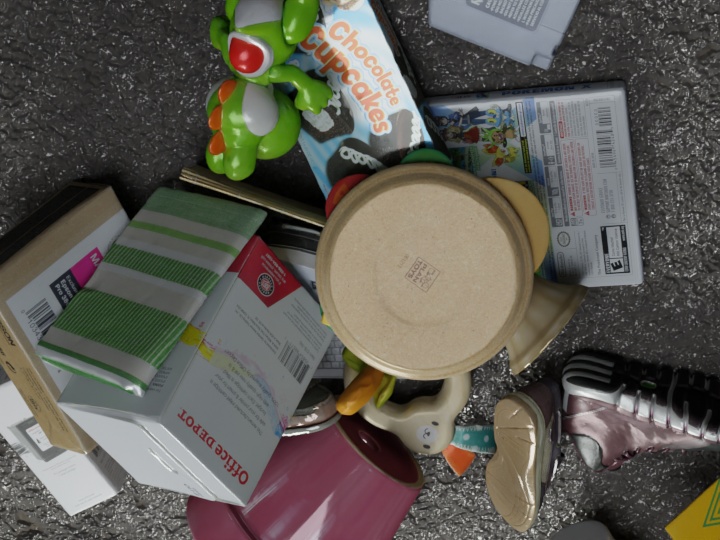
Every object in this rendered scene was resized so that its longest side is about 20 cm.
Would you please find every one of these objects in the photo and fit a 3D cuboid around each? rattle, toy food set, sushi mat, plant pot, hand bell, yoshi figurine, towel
[{"bbox_3d":[0.063,0.148,1.666,0.129,0.143,0.201,-27,112,1],"label":"rattle"},{"bbox_3d":[0.054,-0.004,1.527,0.196,0.049,0.201,19,104,-1],"label":"toy food set"},{"bbox_3d":[-0.065,-0.059,1.596,0.198,0.096,0.012,19,96,-1],"label":"sushi mat"},{"bbox_3d":[-0.042,0.230,1.717,0.200,0.200,0.179,39,105,-14],"label":"plant pot"},{"bbox_3d":[0.099,-0.011,1.585,0.200,0.104,0.104,42,120,-1],"label":"hand bell"},{"bbox_3d":[-0.078,-0.176,1.491,0.111,0.112,0.202,11,105,-24],"label":"yoshi figurine"},{"bbox_3d":[-0.187,0.015,1.561,0.152,0.201,0.023,14,151,42],"label":"towel"}]

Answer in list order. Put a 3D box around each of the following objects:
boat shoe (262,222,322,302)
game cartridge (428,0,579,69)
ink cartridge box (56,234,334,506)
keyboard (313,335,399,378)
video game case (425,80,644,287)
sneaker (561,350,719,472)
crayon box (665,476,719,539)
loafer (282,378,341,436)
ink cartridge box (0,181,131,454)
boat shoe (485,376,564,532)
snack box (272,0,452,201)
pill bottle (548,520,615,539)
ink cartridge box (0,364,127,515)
[{"bbox_3d":[0.000,0.000,1.630,0.198,0.068,0.072,13,143,12],"label":"boat shoe"},{"bbox_3d":[0.135,-0.278,1.459,0.132,0.042,0.201,24,122,1],"label":"game cartridge"},{"bbox_3d":[-0.147,0.087,1.593,0.144,0.201,0.146,4,145,40],"label":"ink cartridge box"},{"bbox_3d":[0.005,0.083,1.715,0.198,0.011,0.057,0,121,11],"label":"keyboard"},{"bbox_3d":[0.159,-0.071,1.587,0.181,0.022,0.201,-4,121,13],"label":"video game case"},{"bbox_3d":[0.283,0.155,1.679,0.198,0.076,0.116,19,128,11],"label":"sneaker"},{"bbox_3d":[0.375,0.213,1.657,0.052,0.125,0.200,53,122,23],"label":"crayon box"},{"bbox_3d":[-0.102,0.114,1.683,0.199,0.072,0.063,4,116,45],"label":"loafer"},{"bbox_3d":[-0.263,0.043,1.644,0.075,0.165,0.201,6,131,51],"label":"ink cartridge box"},{"bbox_3d":[0.167,0.180,1.705,0.072,0.065,0.201,40,150,33],"label":"boat shoe"},{"bbox_3d":[-0.012,-0.160,1.536,0.115,0.037,0.201,-21,104,21],"label":"snack box"},{"bbox_3d":[0.258,0.353,1.773,0.109,0.110,0.201,-21,115,21],"label":"pill bottle"},{"bbox_3d":[-0.307,0.127,1.737,0.066,0.116,0.201,-25,113,24],"label":"ink cartridge box"}]
